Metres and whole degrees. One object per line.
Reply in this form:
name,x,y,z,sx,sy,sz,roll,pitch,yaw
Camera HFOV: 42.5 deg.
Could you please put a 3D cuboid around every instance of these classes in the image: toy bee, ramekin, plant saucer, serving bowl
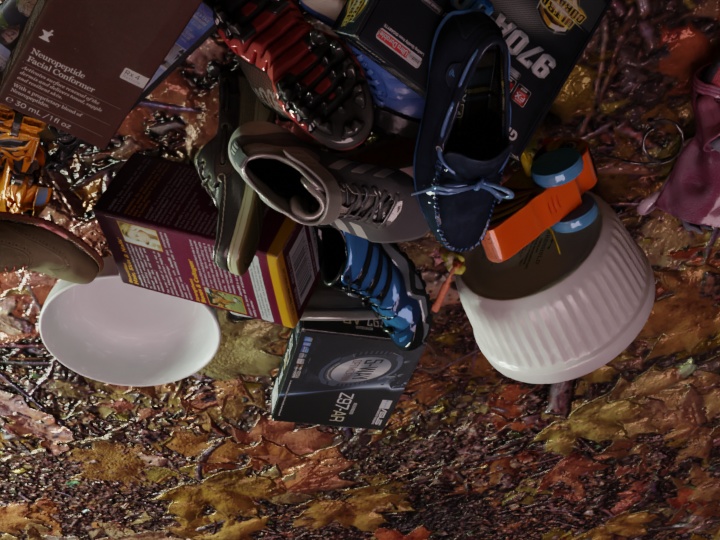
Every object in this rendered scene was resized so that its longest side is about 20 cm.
toy bee,0.182,-0.079,0.864,0.197,0.109,0.133,-11,114,-16
ramekin,0.192,0.005,0.955,0.198,0.202,0.105,-23,128,19
plant saucer,-0.043,0.022,1.003,0.197,0.051,0.200,0,-178,0
serving bowl,-0.257,0.048,1.048,0.197,0.066,0.202,-4,139,-3

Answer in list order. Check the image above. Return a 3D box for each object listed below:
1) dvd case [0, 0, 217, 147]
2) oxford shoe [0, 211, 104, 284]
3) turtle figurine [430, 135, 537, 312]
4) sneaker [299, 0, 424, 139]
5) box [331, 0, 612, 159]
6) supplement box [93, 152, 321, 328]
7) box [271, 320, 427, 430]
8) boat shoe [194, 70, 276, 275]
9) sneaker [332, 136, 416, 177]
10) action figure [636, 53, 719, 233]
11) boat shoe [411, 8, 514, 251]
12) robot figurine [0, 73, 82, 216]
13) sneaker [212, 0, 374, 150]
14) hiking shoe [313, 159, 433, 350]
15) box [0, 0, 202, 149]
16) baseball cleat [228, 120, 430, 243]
dvd case,-0.233,-0.202,0.803,0.199,0.018,0.142,-34,132,28
oxford shoe,-0.341,-0.015,0.873,0.198,0.076,0.070,20,144,-29
turtle figurine,0.099,-0.073,0.889,0.160,0.064,0.203,-29,128,-40
sneaker,0.015,-0.175,0.815,0.198,0.077,0.112,16,126,-32
box,0.095,-0.209,0.751,0.199,0.046,0.160,29,94,-34
supplement box,-0.144,-0.030,0.901,0.197,0.086,0.111,14,143,17
box,-0.020,0.126,1.180,0.158,0.044,0.201,8,137,-14
boat shoe,-0.113,-0.090,0.813,0.065,0.204,0.072,7,154,-1
sneaker,-0.005,-0.075,0.931,0.197,0.072,0.080,-13,134,6
action figure,0.352,-0.144,0.900,0.148,0.134,0.202,19,141,41
boat shoe,0.079,-0.096,0.724,0.083,0.069,0.202,-16,125,-12
robot figurine,-0.339,-0.105,0.856,0.143,0.059,0.200,14,146,-22
sneaker,-0.045,-0.155,0.758,0.071,0.201,0.098,-37,146,-5
hiking shoe,0.000,0.000,0.873,0.074,0.086,0.202,9,130,54
box,-0.203,-0.201,0.740,0.099,0.076,0.200,23,129,-28
baseball cleat,-0.015,-0.054,0.752,0.198,0.107,0.070,17,113,-23
